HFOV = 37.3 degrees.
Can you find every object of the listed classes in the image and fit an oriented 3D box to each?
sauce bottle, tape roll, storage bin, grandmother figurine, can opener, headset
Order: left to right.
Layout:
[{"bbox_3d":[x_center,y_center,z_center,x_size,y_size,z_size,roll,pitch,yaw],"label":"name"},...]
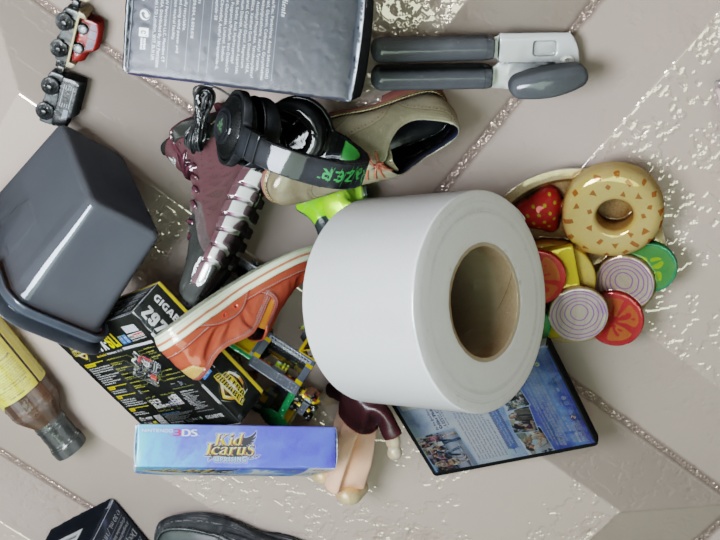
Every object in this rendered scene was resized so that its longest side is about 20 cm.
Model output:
[{"bbox_3d":[-0.383,0.127,1.193,0.064,0.065,0.201,-27,108,17],"label":"sauce bottle"},{"bbox_3d":[-0.287,-0.045,1.029,0.145,0.200,0.135,29,106,-40],"label":"storage bin"},{"bbox_3d":[-0.085,-0.111,0.953,0.199,0.123,0.095,34,114,32],"label":"headset"},{"bbox_3d":[-0.002,0.162,1.152,0.121,0.060,0.201,27,126,23],"label":"grandmother figurine"},{"bbox_3d":[0.063,0.029,1.002,0.138,0.203,0.204,0,121,44],"label":"tape roll"},{"bbox_3d":[0.109,-0.188,0.986,0.198,0.067,0.054,-2,117,-4],"label":"can opener"}]

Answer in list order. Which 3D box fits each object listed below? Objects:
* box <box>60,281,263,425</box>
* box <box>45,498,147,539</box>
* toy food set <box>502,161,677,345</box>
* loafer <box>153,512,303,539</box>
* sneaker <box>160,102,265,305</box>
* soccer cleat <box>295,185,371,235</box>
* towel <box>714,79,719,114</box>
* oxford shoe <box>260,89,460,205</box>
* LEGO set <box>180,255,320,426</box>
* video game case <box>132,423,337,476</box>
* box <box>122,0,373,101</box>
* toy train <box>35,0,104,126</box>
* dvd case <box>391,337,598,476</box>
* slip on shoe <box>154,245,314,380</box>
[{"bbox_3d":[-0.214,0.098,1.112,0.160,0.049,0.199,50,144,-17],"label":"box"},{"bbox_3d":[-0.296,0.406,1.269,0.107,0.149,0.201,-27,110,18],"label":"box"},{"bbox_3d":[0.215,-0.008,1.076,0.198,0.049,0.199,-12,114,11],"label":"toy food set"},{"bbox_3d":[-0.150,0.338,1.264,0.199,0.071,0.069,13,116,0],"label":"loafer"},{"bbox_3d":[-0.157,-0.074,1.051,0.115,0.076,0.201,25,80,7],"label":"sneaker"},{"bbox_3d":[0.000,0.000,1.101,0.081,0.068,0.201,-10,116,31],"label":"soccer cleat"},{"bbox_3d":[0.447,-0.116,1.010,0.198,0.032,0.192,-15,112,12],"label":"towel"},{"bbox_3d":[0.000,-0.112,1.005,0.199,0.075,0.071,-29,126,0],"label":"oxford shoe"},{"bbox_3d":[-0.106,0.062,1.126,0.199,0.116,0.154,29,146,9],"label":"LEGO set"},{"bbox_3d":[-0.137,0.191,1.118,0.198,0.181,0.046,3,76,-11],"label":"video game case"},{"bbox_3d":[-0.092,-0.214,0.946,0.198,0.148,0.105,8,101,3],"label":"box"},{"bbox_3d":[-0.271,-0.230,1.030,0.045,0.034,0.201,19,116,-7],"label":"toy train"},{"bbox_3d":[0.137,0.151,1.146,0.199,0.018,0.143,-17,119,27],"label":"dvd case"},{"bbox_3d":[-0.105,0.036,1.021,0.061,0.200,0.074,58,146,-6],"label":"slip on shoe"}]
